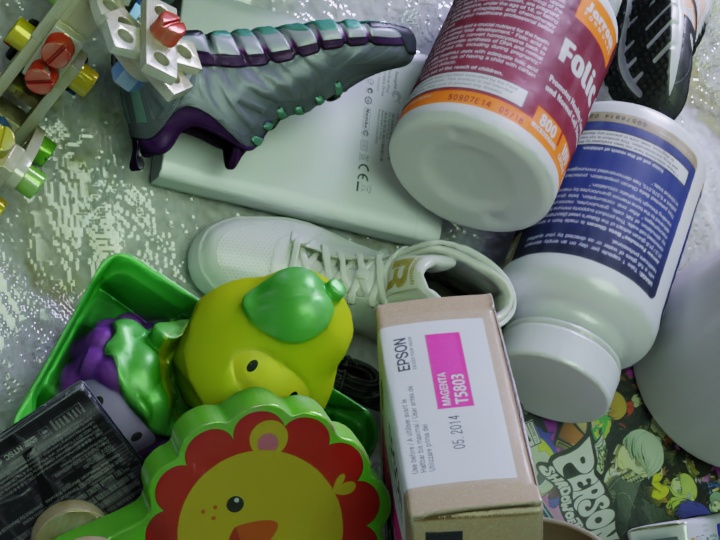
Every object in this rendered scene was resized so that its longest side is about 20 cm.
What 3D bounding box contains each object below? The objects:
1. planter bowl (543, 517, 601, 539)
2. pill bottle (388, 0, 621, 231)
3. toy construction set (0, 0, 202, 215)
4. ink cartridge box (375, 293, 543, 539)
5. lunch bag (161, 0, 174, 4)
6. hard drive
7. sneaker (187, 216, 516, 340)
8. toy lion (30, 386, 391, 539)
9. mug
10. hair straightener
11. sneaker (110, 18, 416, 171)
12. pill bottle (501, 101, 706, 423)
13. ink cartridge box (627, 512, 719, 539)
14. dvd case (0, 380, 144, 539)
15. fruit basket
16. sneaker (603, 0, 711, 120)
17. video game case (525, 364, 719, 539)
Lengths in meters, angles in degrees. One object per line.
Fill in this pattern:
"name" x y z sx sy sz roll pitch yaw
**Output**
"planter bowl" 0.090 0.268 1.227 0.200 0.200 0.135 -46 126 -28
"pill bottle" 0.104 -0.134 1.341 0.114 0.114 0.201 34 57 -15
"toy construction set" -0.180 -0.112 1.189 0.092 0.199 0.131 49 30 -21
"ink cartridge box" 0.053 0.136 1.151 0.075 0.166 0.200 -4 33 -2
"lunch bag" -0.130 -0.281 1.255 0.121 0.170 0.201 10 75 -23
"hard drive" -0.036 -0.098 1.338 0.199 0.027 0.133 13 71 -24
"sneaker" 0.000 0.000 1.280 0.199 0.115 0.074 14 72 -21
"toy lion" -0.069 0.171 1.115 0.191 0.069 0.201 -22 112 -9
"mug" 0.276 0.021 1.341 0.149 0.153 0.188 11 65 -10
"hair straightener" 0.011 0.066 1.271 0.199 0.077 0.041 22 82 -6
"sneaker" -0.058 -0.110 1.284 0.199 0.074 0.088 -6 93 -18
"pill bottle" 0.153 -0.004 1.349 0.111 0.111 0.201 32 59 -16
"ink cartridge box" 0.215 0.252 1.254 0.043 0.198 0.201 -12 81 17
"dvd case" -0.159 0.178 1.138 0.148 0.016 0.200 -33 110 3
"fruit basket" -0.082 0.081 1.169 0.215 0.215 0.156 34 64 -15
"sneaker" 0.219 -0.174 1.434 0.080 0.074 0.201 30 44 -25
"video game case" 0.181 0.173 1.370 0.181 0.036 0.201 -19 86 -30
